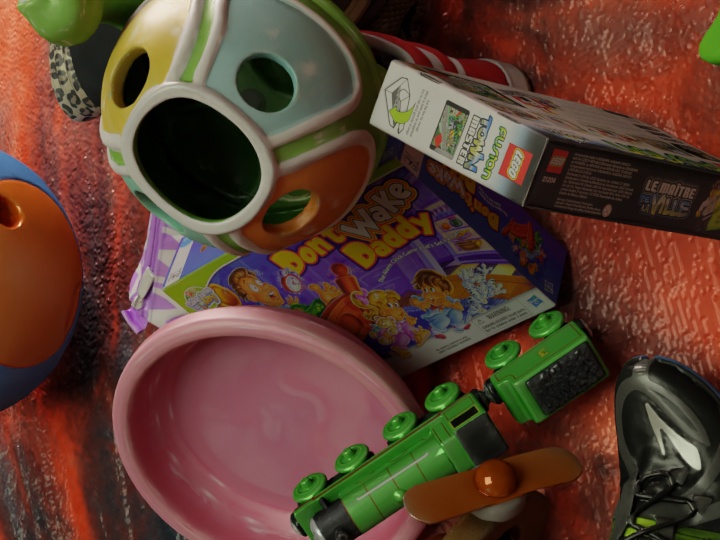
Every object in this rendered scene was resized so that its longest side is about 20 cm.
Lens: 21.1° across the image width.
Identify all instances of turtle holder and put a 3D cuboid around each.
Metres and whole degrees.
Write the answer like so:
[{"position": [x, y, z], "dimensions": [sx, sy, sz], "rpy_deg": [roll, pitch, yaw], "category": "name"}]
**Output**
[{"position": [-0.072, -0.094, 0.981], "dimensions": [0.140, 0.132, 0.186], "rpy_deg": [-21, 105, 23], "category": "turtle holder"}]

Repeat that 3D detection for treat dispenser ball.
[{"position": [-0.294, 0.007, 1.354], "dimensions": [0.200, 0.200, 0.203], "rpy_deg": [-6, 81, 43], "category": "treat dispenser ball"}]

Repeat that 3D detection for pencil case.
[{"position": [-0.103, -0.048, 1.214], "dimensions": [0.084, 0.085, 0.201], "rpy_deg": [52, 143, 40], "category": "pencil case"}]

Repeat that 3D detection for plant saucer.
[{"position": [-0.047, 0.097, 1.148], "dimensions": [0.200, 0.200, 0.051], "rpy_deg": [-35, 18, 36], "category": "plant saucer"}]

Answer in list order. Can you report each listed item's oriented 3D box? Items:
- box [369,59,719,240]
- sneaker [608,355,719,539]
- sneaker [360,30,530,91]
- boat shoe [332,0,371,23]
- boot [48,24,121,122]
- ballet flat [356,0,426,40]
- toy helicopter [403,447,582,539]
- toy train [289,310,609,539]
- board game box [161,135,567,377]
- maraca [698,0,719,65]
[{"position": [0.111, -0.058, 0.972], "dimensions": [0.110, 0.199, 0.035], "rpy_deg": [32, 107, 41], "category": "box"}, {"position": [0.158, 0.142, 0.985], "dimensions": [0.070, 0.082, 0.201], "rpy_deg": [-10, 78, 42], "category": "sneaker"}, {"position": [-0.008, -0.089, 1.150], "dimensions": [0.199, 0.112, 0.072], "rpy_deg": [-18, 72, 41], "category": "sneaker"}, {"position": [-0.054, -0.197, 1.205], "dimensions": [0.072, 0.065, 0.200], "rpy_deg": [-54, 33, 6], "category": "boat shoe"}, {"position": [-0.157, -0.210, 1.337], "dimensions": [0.153, 0.073, 0.205], "rpy_deg": [-15, 74, 45], "category": "boot"}, {"position": [-0.027, -0.129, 1.224], "dimensions": [0.200, 0.046, 0.068], "rpy_deg": [-36, 40, 38], "category": "ballet flat"}, {"position": [0.047, 0.156, 1.012], "dimensions": [0.079, 0.200, 0.133], "rpy_deg": [33, 111, 25], "category": "toy helicopter"}, {"position": [0.048, 0.092, 1.059], "dimensions": [0.199, 0.042, 0.056], "rpy_deg": [-35, 24, -1], "category": "toy train"}, {"position": [0.000, 0.000, 1.118], "dimensions": [0.199, 0.134, 0.045], "rpy_deg": [-28, 32, 39], "category": "board game box"}, {"position": [0.244, -0.144, 0.918], "dimensions": [0.200, 0.107, 0.138], "rpy_deg": [-40, 52, 33], "category": "maraca"}]
